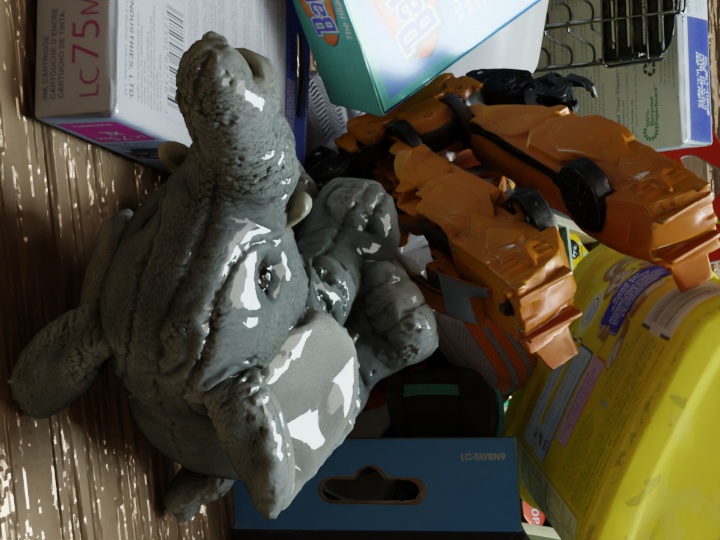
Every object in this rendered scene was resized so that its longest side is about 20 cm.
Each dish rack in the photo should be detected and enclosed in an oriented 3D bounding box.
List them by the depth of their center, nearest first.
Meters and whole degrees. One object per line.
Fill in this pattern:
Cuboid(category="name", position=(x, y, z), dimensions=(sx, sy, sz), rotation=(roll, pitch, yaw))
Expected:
Cuboid(category="dish rack", position=(0.120, -0.194, 0.997), dimensions=(0.054, 0.199, 0.155), rotation=(-4, 91, -57))

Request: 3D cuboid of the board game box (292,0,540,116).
Cuboid(category="board game box", position=(0.045, -0.190, 0.725), dimensions=(0.200, 0.045, 0.153), rotation=(-37, 124, -26))

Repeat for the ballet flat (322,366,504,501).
Cuboid(category="ballet flat", position=(0.005, 0.114, 0.784), dimensions=(0.068, 0.068, 0.201), rotation=(-98, -155, -45))

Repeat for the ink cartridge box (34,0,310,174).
Cuboid(category="ink cartridge box", position=(-0.072, -0.102, 0.654), dimensions=(0.200, 0.042, 0.120), rotation=(18, 71, -68))

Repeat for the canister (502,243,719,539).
Cuboid(category="canister", position=(0.135, 0.067, 0.707), dimensions=(0.200, 0.086, 0.149), rotation=(-118, -127, -83))

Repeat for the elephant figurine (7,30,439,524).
Cuboid(category="elephant figurine", position=(-0.057, 0.017, 0.555), dimensions=(0.200, 0.141, 0.156), rotation=(-11, 84, -77))

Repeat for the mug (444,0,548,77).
Cuboid(category="mug", position=(0.061, -0.174, 0.872), dimensions=(0.149, 0.185, 0.154), rotation=(-144, -132, -58))

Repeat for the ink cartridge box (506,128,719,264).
Cuboid(category="ink cartridge box", position=(0.186, -0.065, 1.109), dimensions=(0.201, 0.172, 0.044), rotation=(-104, 177, -52))

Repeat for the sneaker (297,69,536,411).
Cuboid(category="sneaker", position=(0.000, 0.000, 0.811), dimensions=(0.077, 0.112, 0.201), rotation=(-18, 74, -43))

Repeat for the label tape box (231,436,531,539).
Cuboid(category="label tape box", position=(0.017, 0.176, 0.720), dimensions=(0.063, 0.143, 0.202), rotation=(1, 87, -71))

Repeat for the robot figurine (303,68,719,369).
Cuboid(category="robot figurine", position=(0.058, -0.033, 0.686), dimensions=(0.200, 0.144, 0.059), rotation=(39, -29, 56))

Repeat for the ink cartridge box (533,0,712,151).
Cuboid(category="ink cartridge box", position=(0.142, -0.173, 1.046), dimensions=(0.043, 0.199, 0.198), rotation=(-2, 90, -45))

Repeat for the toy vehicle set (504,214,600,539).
Cuboid(category="toy vehicle set", position=(0.107, 0.061, 0.900), dimensions=(0.124, 0.026, 0.202), rotation=(16, 63, -42))
